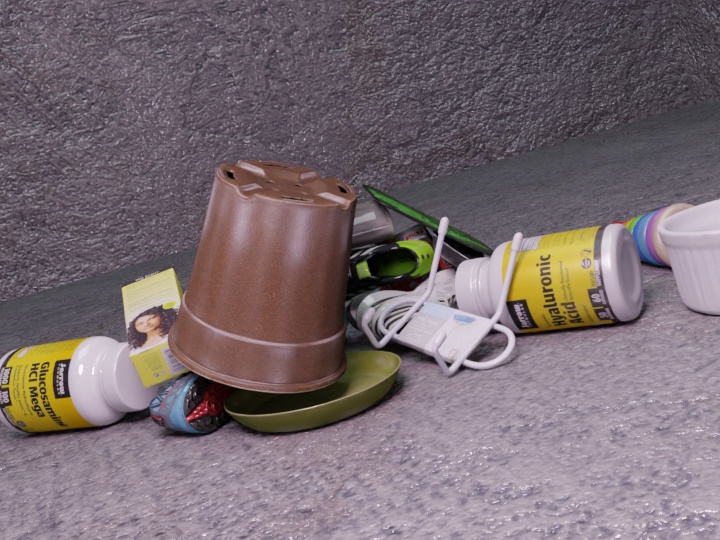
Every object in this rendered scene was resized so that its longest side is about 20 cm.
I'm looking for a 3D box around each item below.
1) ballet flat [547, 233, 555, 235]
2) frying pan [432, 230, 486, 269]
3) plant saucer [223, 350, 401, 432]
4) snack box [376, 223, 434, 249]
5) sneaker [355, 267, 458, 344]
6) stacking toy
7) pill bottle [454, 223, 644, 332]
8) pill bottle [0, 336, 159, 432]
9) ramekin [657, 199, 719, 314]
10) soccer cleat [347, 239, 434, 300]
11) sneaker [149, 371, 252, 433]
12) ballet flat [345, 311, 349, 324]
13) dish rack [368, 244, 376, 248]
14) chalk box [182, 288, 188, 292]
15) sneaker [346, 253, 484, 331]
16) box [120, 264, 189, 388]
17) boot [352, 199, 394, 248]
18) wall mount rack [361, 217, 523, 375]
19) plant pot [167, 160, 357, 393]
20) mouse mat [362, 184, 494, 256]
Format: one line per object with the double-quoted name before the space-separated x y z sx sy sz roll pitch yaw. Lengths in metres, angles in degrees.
"ballet flat" 0.275 -0.014 1.388 0.070 0.065 0.200 -5 10 -2
"frying pan" 0.161 -0.008 1.334 0.115 0.031 0.190 40 13 37
"plant saucer" -0.049 0.135 1.108 0.200 0.031 0.200 -14 9 2
"snack box" 0.085 -0.010 1.452 0.072 0.024 0.200 -25 -24 9
"sneaker" 0.105 0.058 1.285 0.200 0.076 0.115 -15 25 -29
"stacking toy" 0.393 -0.042 1.389 0.085 0.086 0.200 -17 3 -14
"pill bottle" 0.217 0.014 1.175 0.200 0.111 0.111 -10 10 31
"pill bottle" -0.358 0.143 1.278 0.200 0.113 0.112 -10 10 27
"ramekin" 0.434 -0.022 1.102 0.200 0.098 0.200 -14 8 2
"soccer cleat" 0.000 0.000 1.332 0.200 0.068 0.081 -16 -3 21
"sneaker" -0.173 0.128 1.195 0.095 0.079 0.200 -11 9 33
"ballet flat" -0.072 0.094 1.332 0.067 0.068 0.200 -32 -3 20
"dish rack" -0.010 0.010 1.554 0.200 0.055 0.153 -14 -19 23
"chalk box" -0.176 0.078 1.366 0.125 0.124 0.200 -11 11 16
"sneaker" 0.079 0.016 1.388 0.201 0.067 0.108 -16 -25 -27
"box" -0.242 0.063 1.218 0.075 0.050 0.200 -22 26 -7
"boot" -0.070 -0.054 1.371 0.200 0.073 0.182 -24 26 -10
"wall mount rack" 0.101 0.030 1.155 0.200 0.075 0.174 17 56 46
"plant pot" -0.094 -0.003 1.082 0.200 0.199 0.200 11 18 -4
"mouse mat" 0.099 -0.063 1.363 0.200 0.008 0.161 24 9 -14
